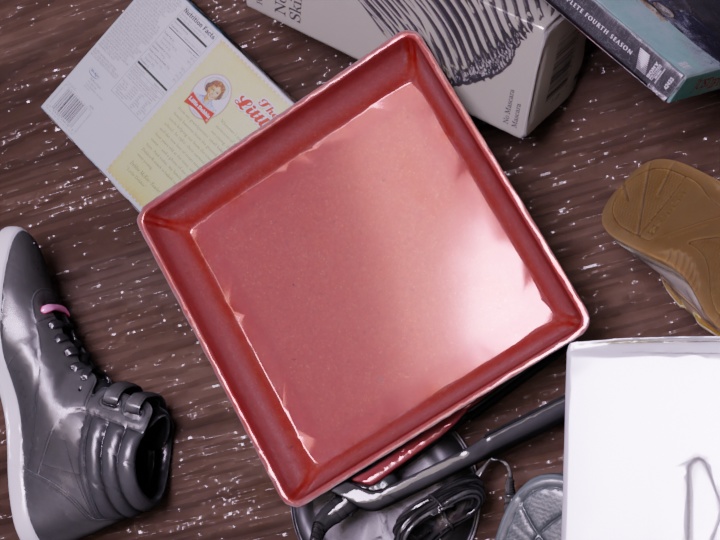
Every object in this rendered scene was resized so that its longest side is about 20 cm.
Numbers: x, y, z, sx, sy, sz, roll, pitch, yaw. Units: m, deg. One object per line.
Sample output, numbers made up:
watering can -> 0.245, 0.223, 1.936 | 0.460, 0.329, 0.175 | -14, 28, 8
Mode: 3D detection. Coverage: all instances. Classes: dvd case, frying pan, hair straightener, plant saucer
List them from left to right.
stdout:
plant saucer -> 0.000, 0.000, 0.870 | 0.200, 0.037, 0.200 | -33, 75, 11
frying pan -> 0.027, 0.097, 0.887 | 0.115, 0.031, 0.190 | 22, 89, 18
hair straightener -> 0.059, 0.112, 0.842 | 0.200, 0.041, 0.077 | -32, 74, -9
dvd case -> 0.134, -0.169, 0.848 | 0.200, 0.146, 0.022 | 44, 125, 21

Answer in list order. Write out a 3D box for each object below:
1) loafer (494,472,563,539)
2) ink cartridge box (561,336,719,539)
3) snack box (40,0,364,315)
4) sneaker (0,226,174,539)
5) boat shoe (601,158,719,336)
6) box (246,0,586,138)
loafer -> 0.084, 0.201, 0.831 | 0.072, 0.063, 0.200 | 27, 99, 18
ink cartridge box -> 0.155, 0.117, 0.747 | 0.084, 0.200, 0.145 | -1, 79, 17
snack box -> -0.095, -0.078, 0.954 | 0.116, 0.037, 0.200 | -47, 69, 6
sneaker -> -0.167, 0.065, 0.936 | 0.099, 0.071, 0.201 | -12, 82, 14
boat shoe -> 0.202, 0.004, 0.781 | 0.074, 0.069, 0.200 | -48, 33, 5
box -> 0.032, -0.161, 0.896 | 0.200, 0.082, 0.068 | 27, 46, 22
